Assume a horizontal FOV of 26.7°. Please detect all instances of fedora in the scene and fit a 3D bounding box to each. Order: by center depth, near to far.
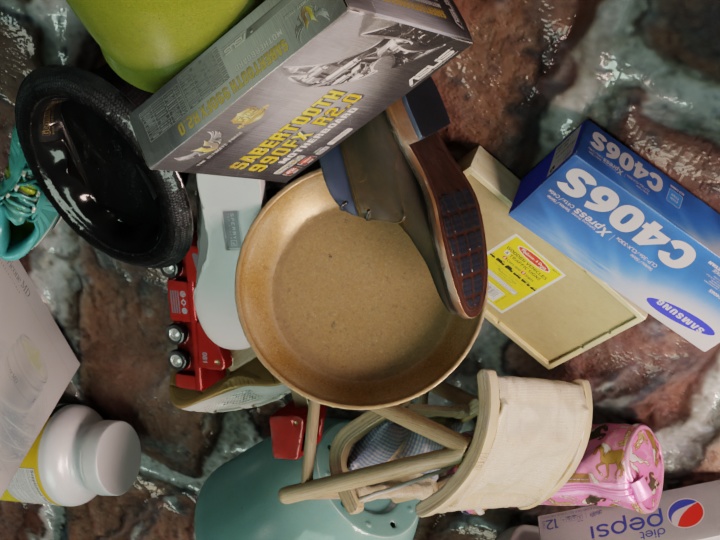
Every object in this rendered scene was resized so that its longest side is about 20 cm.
[{"bbox_3d":[-0.193,-0.101,1.265,0.200,0.092,0.201,25,142,22],"label":"fedora"}]

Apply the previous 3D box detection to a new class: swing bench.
[{"bbox_3d":[0.069,0.146,1.295,0.200,0.130,0.199,2,175,33],"label":"swing bench"}]

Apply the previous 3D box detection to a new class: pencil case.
[{"bbox_3d":[0.178,0.183,1.390,0.200,0.087,0.083,-7,152,31],"label":"pencil case"}]

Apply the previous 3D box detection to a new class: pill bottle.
[{"bbox_3d":[-0.346,0.202,1.678,0.200,0.112,0.112,-1,134,28],"label":"pill bottle"}]

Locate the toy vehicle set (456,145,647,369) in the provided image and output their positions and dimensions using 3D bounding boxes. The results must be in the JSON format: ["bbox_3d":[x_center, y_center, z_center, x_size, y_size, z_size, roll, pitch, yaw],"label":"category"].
[{"bbox_3d":[0.129,-0.006,1.259,0.200,0.027,0.124,39,139,-16],"label":"toy vehicle set"}]

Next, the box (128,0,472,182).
[{"bbox_3d":[-0.041,-0.136,1.079,0.200,0.158,0.048,-34,71,29],"label":"box"}]

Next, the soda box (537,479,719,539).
[{"bbox_3d":[0.267,0.249,1.383,0.200,0.064,0.068,-13,131,10],"label":"soda box"}]

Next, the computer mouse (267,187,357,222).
[{"bbox_3d":[0.000,0.000,1.322,0.110,0.044,0.200,-2,134,43],"label":"computer mouse"}]

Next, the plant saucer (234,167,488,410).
[{"bbox_3d":[0.001,0.014,1.204,0.200,0.201,0.035,21,167,6],"label":"plant saucer"}]

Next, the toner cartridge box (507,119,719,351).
[{"bbox_3d":[0.223,-0.024,1.175,0.200,0.043,0.095,34,141,-9],"label":"toner cartridge box"}]

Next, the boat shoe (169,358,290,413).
[{"bbox_3d":[-0.090,0.094,1.465,0.200,0.071,0.069,-17,151,31],"label":"boat shoe"}]

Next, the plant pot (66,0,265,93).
[{"bbox_3d":[-0.132,-0.227,1.049,0.200,0.201,0.193,16,152,12],"label":"plant pot"}]

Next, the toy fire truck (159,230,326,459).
[{"bbox_3d":[-0.106,0.065,1.381,0.141,0.049,0.200,6,109,26],"label":"toy fire truck"}]

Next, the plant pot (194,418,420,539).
[{"bbox_3d":[-0.036,0.239,1.496,0.200,0.201,0.161,38,129,-14],"label":"plant pot"}]

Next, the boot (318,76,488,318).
[{"bbox_3d":[0.032,-0.053,1.179,0.097,0.075,0.200,-14,93,33],"label":"boot"}]

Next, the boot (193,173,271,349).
[{"bbox_3d":[-0.100,-0.039,1.271,0.073,0.096,0.200,4,121,2],"label":"boot"}]

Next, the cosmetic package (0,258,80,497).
[{"bbox_3d":[-0.409,0.097,1.526,0.123,0.200,0.200,0,135,24],"label":"cosmetic package"}]

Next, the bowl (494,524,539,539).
[{"bbox_3d":[0.194,0.321,1.464,0.199,0.200,0.075,11,118,20],"label":"bowl"}]

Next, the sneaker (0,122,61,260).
[{"bbox_3d":[-0.291,-0.080,1.364,0.077,0.080,0.200,26,140,0],"label":"sneaker"}]
